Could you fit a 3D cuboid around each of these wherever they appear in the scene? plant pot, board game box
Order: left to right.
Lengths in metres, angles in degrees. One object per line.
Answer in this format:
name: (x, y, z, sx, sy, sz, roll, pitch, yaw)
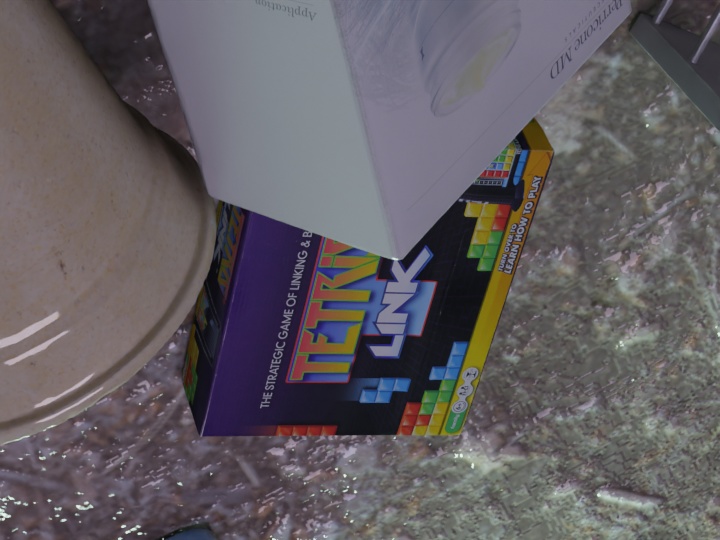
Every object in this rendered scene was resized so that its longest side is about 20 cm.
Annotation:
plant pot: (-0.184, -0.058, 0.771, 0.199, 0.201, 0.184, -23, 135, -2)
board game box: (0.000, 0.000, 0.986, 0.164, 0.057, 0.201, 0, 125, -21)

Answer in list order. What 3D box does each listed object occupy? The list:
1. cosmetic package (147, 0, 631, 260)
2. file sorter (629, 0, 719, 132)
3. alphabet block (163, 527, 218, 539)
cosmetic package: (0.011, -0.151, 0.776, 0.199, 0.122, 0.201, -47, 140, -31)
file sorter: (0.259, -0.107, 0.907, 0.138, 0.201, 0.125, 15, 118, -29)
alphabet block: (-0.126, 0.317, 1.092, 0.195, 0.196, 0.201, -23, 129, 0)
